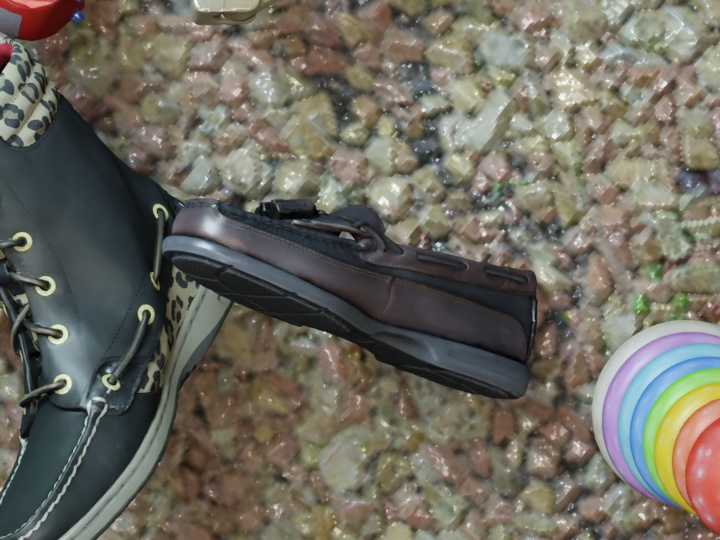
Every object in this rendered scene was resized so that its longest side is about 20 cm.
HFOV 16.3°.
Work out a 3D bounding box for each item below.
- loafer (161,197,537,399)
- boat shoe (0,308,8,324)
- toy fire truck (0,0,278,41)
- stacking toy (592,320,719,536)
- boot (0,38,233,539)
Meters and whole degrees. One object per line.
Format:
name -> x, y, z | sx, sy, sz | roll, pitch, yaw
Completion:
loafer -> 0.000, 0.000, 1.095 | 0.200, 0.072, 0.063 | 25, 78, -37
boat shoe -> -0.196, -0.068, 1.102 | 0.071, 0.065, 0.200 | -26, 98, 1
toy fire truck -> -0.071, -0.155, 1.084 | 0.141, 0.049, 0.200 | 44, 75, 4
stacking toy -> 0.153, 0.077, 1.068 | 0.085, 0.200, 0.085 | 0, 98, -2
boot -> -0.142, 0.015, 1.050 | 0.073, 0.204, 0.154 | -19, 123, 42
